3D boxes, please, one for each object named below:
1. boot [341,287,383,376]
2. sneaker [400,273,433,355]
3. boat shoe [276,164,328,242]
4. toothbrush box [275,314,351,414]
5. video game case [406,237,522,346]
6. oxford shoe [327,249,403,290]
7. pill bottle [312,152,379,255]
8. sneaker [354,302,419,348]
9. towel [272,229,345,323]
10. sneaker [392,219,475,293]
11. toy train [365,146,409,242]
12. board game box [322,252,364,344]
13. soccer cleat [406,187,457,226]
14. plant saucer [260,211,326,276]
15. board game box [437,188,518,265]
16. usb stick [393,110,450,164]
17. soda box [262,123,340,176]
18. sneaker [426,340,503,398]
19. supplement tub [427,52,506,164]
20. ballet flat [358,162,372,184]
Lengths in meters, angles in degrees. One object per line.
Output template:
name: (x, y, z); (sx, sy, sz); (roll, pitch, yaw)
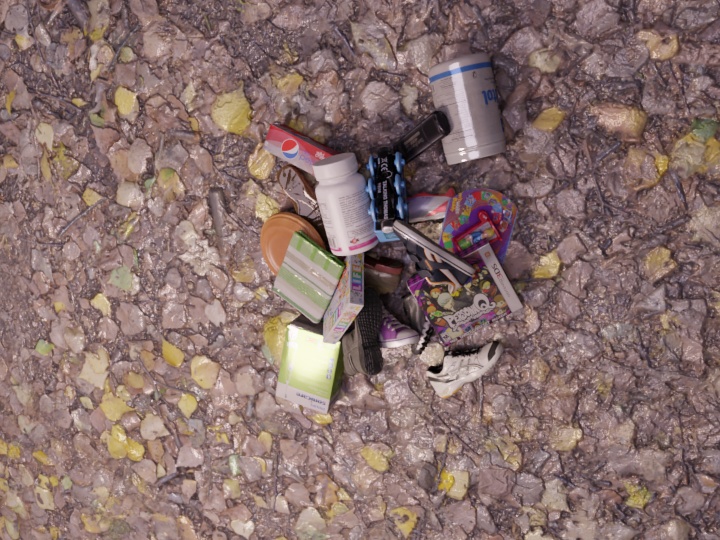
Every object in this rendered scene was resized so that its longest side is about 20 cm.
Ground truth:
boot: (-0.009, 0.143, 1.487); (0.130, 0.067, 0.202); (-10, 81, 60)
sneaker: (0.133, 0.095, 1.504); (0.090, 0.066, 0.202); (17, 107, 21)
boat shoe: (-0.126, -0.161, 1.534); (0.072, 0.065, 0.201); (-29, 101, 15)
toothbrush box: (-0.118, 0.232, 1.613); (0.144, 0.086, 0.202); (15, 107, 15)
video game case: (0.229, 0.051, 1.418); (0.199, 0.036, 0.182); (-28, 113, 11)
oxford shoe: (0.000, 0.000, 1.525); (0.198, 0.070, 0.076); (15, 114, 18)
pill bottle: (-0.033, -0.144, 1.403); (0.112, 0.113, 0.202); (-7, 111, 21)
sneaker: (0.052, 0.116, 1.501); (0.199, 0.072, 0.116); (1, 98, 47)
towel: (-0.121, 0.016, 1.516); (0.149, 0.031, 0.201); (36, 130, 10)
sneaker: (0.137, -0.023, 1.323); (0.199, 0.079, 0.080); (33, 103, -12)
toy train: (0.061, -0.163, 1.390); (0.086, 0.114, 0.202); (-6, 68, 11)
board game box: (-0.040, 0.065, 1.477); (0.034, 0.136, 0.200); (10, 146, -17)
soccer cleat: (0.122, -0.139, 1.454); (0.198, 0.068, 0.074); (-4, 85, 20)
plant saucer: (-0.167, -0.041, 1.554); (0.199, 0.037, 0.202); (20, 127, 27)
board game box: (0.254, -0.075, 1.396); (0.156, 0.039, 0.202); (10, 108, -7)
usb stick: (0.126, -0.277, 1.366); (0.056, 0.032, 0.200); (63, 155, -1)
soda box: (-0.123, -0.270, 1.501); (0.199, 0.070, 0.064); (28, 110, 12)
sneaker: (0.234, 0.212, 1.486); (0.200, 0.076, 0.088); (-40, 88, 23)
supplement tub: (0.220, -0.330, 1.330); (0.131, 0.132, 0.202); (-11, 100, 22)
ballet flat: (-0.022, -0.171, 1.490); (0.072, 0.072, 0.201); (43, 113, 5)
